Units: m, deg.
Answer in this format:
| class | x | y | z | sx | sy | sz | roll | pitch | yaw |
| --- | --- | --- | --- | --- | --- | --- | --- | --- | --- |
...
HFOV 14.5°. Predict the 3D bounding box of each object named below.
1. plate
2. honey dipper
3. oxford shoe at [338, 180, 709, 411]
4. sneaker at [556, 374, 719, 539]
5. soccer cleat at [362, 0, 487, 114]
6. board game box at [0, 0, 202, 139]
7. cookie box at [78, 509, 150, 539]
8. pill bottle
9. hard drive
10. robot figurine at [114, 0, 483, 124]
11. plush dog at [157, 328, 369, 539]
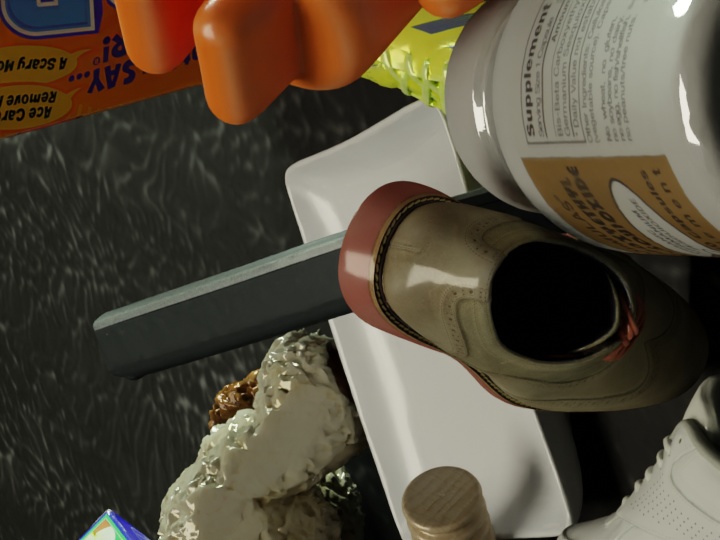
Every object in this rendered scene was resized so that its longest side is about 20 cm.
| class | x | y | z | sx | sy | sz | roll | pitch | yaw |
| --- | --- | --- | --- | --- | --- | --- | --- | --- | --- |
| plate | 0.038 | 0.028 | 1.316 | 0.200 | 0.032 | 0.200 | -21 | 88 | 67 |
| honey dipper | 0.057 | 0.167 | 1.324 | 0.038 | 0.038 | 0.200 | 51 | 165 | 43 |
| oxford shoe | 0.078 | 0.022 | 1.051 | 0.075 | 0.200 | 0.071 | 18 | 92 | 42 |
| sneaker | 0.139 | 0.089 | 1.089 | 0.200 | 0.078 | 0.100 | -12 | 88 | 59 |
| soccer cleat | 0.023 | -0.093 | 1.197 | 0.200 | 0.084 | 0.065 | 39 | 140 | 53 |
| board game box | -0.137 | -0.195 | 1.343 | 0.200 | 0.199 | 0.200 | 25 | 128 | 62 |
| cookie box | -0.074 | 0.245 | 1.567 | 0.171 | 0.075 | 0.200 | 43 | 180 | -39 |
| pill bottle | 0.110 | -0.062 | 0.978 | 0.200 | 0.114 | 0.115 | 5 | 110 | 66 |
| hard drive | 0.000 | 0.000 | 1.173 | 0.200 | 0.139 | 0.033 | -18 | 89 | 50 |
| robot figurine | -0.007 | -0.147 | 1.048 | 0.144 | 0.200 | 0.117 | 9 | 144 | 53 |
| plush dog | -0.048 | 0.142 | 1.484 | 0.172 | 0.160 | 0.201 | 24 | -131 | -84 |
